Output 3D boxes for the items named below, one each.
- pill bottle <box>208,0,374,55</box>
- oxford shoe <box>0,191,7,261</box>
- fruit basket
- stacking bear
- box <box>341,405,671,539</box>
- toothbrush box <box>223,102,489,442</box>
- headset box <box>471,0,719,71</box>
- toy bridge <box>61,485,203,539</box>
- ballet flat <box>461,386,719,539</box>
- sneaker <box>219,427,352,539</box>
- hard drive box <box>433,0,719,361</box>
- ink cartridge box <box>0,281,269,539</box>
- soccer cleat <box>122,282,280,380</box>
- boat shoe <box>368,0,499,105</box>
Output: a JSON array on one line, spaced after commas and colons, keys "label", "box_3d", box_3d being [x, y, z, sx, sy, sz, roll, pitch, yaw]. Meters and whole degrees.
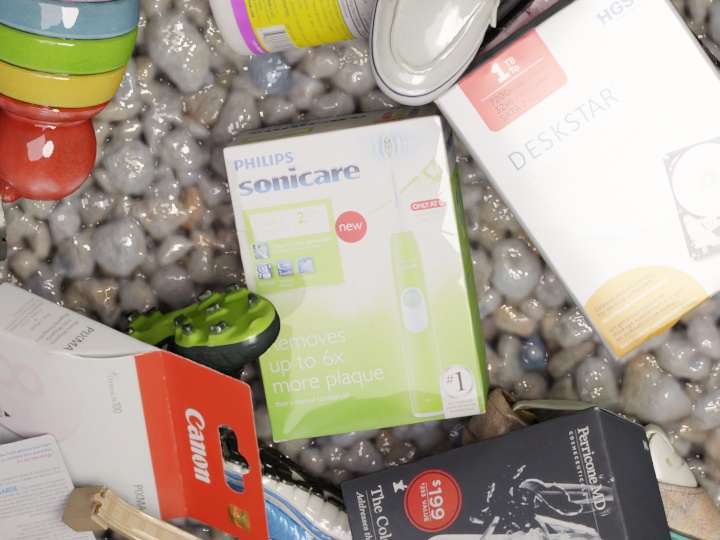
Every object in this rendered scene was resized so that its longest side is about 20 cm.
[{"label": "pill bottle", "box_3d": [0.006, -0.201, 1.523, 0.199, 0.104, 0.105, -8, 101, 13]}, {"label": "oxford shoe", "box_3d": [-0.288, -0.098, 1.546, 0.084, 0.073, 0.201, -11, 87, -17]}, {"label": "fruit basket", "box_3d": [-0.255, 0.212, 1.627, 0.184, 0.094, 0.201, -14, 106, 16]}, {"label": "stacking bear", "box_3d": [-0.203, -0.142, 1.561, 0.113, 0.121, 0.201, 25, 118, 32]}, {"label": "box", "box_3d": [0.105, 0.209, 1.515, 0.181, 0.104, 0.201, -18, 73, 19]}, {"label": "toothbrush box", "box_3d": [0.000, 0.000, 1.584, 0.145, 0.086, 0.201, -7, 99, 6]}, {"label": "headset box", "box_3d": [0.154, -0.112, 1.554, 0.149, 0.075, 0.200, -43, 95, 11]}, {"label": "toy bridge", "box_3d": [-0.114, 0.202, 1.598, 0.067, 0.027, 0.200, -9, 140, 40]}, {"label": "ballet flat", "box_3d": [0.168, 0.129, 1.607, 0.199, 0.068, 0.068, 19, 96, -1]}, {"label": "sneaker", "box_3d": [-0.063, 0.176, 1.627, 0.199, 0.079, 0.089, 30, 99, -2]}, {"label": "hard drive box", "box_3d": [0.164, -0.072, 1.484, 0.156, 0.077, 0.200, -35, 96, 10]}, {"label": "ink cartridge box", "box_3d": [-0.159, 0.107, 1.560, 0.199, 0.057, 0.163, 25, 140, 29]}, {"label": "soccer cleat", "box_3d": [-0.101, 0.060, 1.567, 0.067, 0.200, 0.081, -40, 105, -30]}, {"label": "boat shoe", "box_3d": [0.065, -0.196, 1.419, 0.074, 0.086, 0.203, 28, 83, 1]}]
